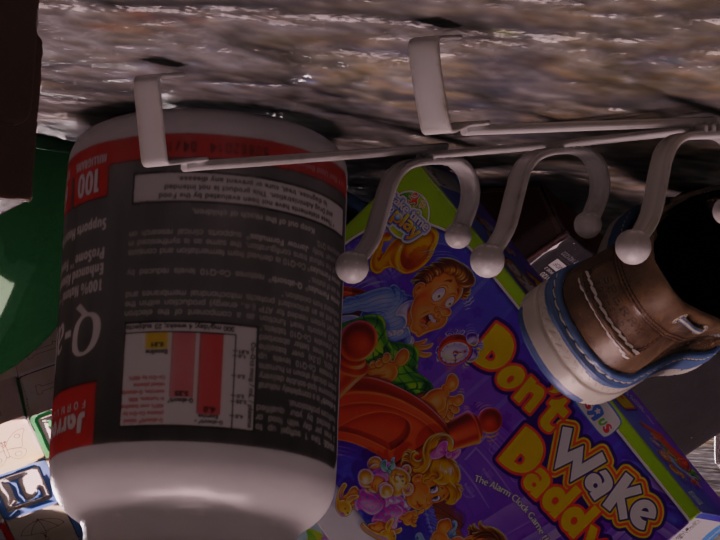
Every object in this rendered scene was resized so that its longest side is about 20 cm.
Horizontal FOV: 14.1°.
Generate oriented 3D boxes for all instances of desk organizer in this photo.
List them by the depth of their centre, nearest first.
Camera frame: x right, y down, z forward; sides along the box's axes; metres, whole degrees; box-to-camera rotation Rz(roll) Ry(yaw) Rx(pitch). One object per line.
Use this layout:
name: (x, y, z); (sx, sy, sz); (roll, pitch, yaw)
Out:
desk organizer: (0.107, 0.014, 1.362); (0.072, 0.077, 0.200); (-35, 140, 18)

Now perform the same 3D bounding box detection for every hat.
hat: (-0.174, 0.040, 1.279); (0.166, 0.176, 0.200); (7, 171, -21)

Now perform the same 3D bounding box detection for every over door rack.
over door rack: (0.032, -0.034, 1.085); (0.148, 0.067, 0.200); (-5, 169, 39)

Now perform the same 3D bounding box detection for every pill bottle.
pill bottle: (-0.065, 0.045, 1.161); (0.116, 0.200, 0.116); (2, 164, 1)

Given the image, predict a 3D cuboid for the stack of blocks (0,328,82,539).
stack of blocks: (-0.104, 0.076, 1.373); (0.200, 0.059, 0.115); (-18, 131, -1)

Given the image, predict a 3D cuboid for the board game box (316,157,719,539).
board game box: (0.042, 0.071, 1.222); (0.134, 0.200, 0.045); (-45, 156, 14)

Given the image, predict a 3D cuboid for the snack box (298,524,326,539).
snack box: (-0.046, 0.177, 1.550); (0.142, 0.053, 0.200); (-22, 150, 15)

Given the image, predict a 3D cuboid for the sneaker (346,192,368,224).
sneaker: (0.000, 0.000, 1.344); (0.066, 0.078, 0.200); (-43, 135, 14)

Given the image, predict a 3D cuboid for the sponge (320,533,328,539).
sponge: (0.006, 0.175, 1.475); (0.030, 0.200, 0.112); (38, -157, 33)

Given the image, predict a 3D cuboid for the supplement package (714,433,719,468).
supplement package: (0.249, 0.059, 1.527); (0.114, 0.110, 0.200); (1, 172, 11)

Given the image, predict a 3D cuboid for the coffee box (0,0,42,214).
coffee box: (-0.184, -0.054, 0.957); (0.114, 0.080, 0.200); (6, 172, -21)

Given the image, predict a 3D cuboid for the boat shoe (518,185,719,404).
boat shoe: (0.139, 0.003, 1.206); (0.072, 0.072, 0.200); (-33, -179, 29)
